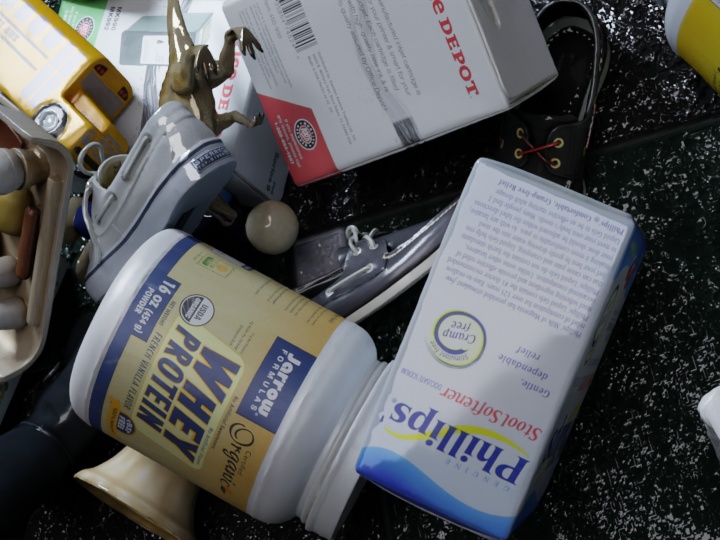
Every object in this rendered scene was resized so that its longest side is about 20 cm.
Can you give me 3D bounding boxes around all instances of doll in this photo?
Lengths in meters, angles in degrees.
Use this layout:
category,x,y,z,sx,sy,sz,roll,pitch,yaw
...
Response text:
category,x,y,z,sx,sy,sz,roll,pitch,yaw
doll,-0.137,-0.029,1.090,0.198,0.138,0.049,-1,33,28

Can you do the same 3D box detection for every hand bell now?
category,x,y,z,sx,sy,sz,roll,pitch,yaw
hand bell,-0.114,0.095,1.065,0.103,0.104,0.201,22,70,27

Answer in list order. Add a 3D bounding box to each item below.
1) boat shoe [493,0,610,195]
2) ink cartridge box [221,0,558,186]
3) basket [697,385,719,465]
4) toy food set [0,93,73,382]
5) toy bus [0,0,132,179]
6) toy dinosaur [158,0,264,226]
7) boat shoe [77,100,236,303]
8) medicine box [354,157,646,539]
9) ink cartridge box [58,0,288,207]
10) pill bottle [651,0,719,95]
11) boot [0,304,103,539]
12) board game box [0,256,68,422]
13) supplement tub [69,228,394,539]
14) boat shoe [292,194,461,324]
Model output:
category,x,y,z,sx,sy,sz,roll,pitch,yaw
boat shoe,0.129,-0.094,1.022,0.073,0.063,0.204,11,80,22
ink cartridge box,0.020,-0.162,1.010,0.199,0.083,0.148,-16,100,39
basket,0.309,0.137,0.801,0.160,0.200,0.199,-30,65,5
toy food set,-0.283,-0.039,1.051,0.143,0.060,0.202,36,123,34
toy bus,-0.242,-0.151,1.096,0.078,0.065,0.200,-46,60,-5
toy dinosaur,-0.118,-0.135,1.015,0.101,0.058,0.202,-23,75,50
boat shoe,-0.161,-0.054,1.007,0.074,0.202,0.086,-32,81,-37
medicine box,0.094,0.048,0.900,0.102,0.182,0.202,22,93,13
ink cartridge box,-0.151,-0.136,1.138,0.198,0.084,0.148,5,74,24
pill bottle,0.274,-0.161,0.951,0.112,0.112,0.200,-43,62,5
boot,-0.223,0.105,1.039,0.076,0.200,0.169,37,93,0
board game box,-0.340,0.060,1.149,0.146,0.064,0.202,7,64,25
supplement tub,-0.076,0.078,0.958,0.198,0.144,0.146,27,85,7
boat shoe,0.000,0.000,1.032,0.199,0.073,0.063,-37,87,13
